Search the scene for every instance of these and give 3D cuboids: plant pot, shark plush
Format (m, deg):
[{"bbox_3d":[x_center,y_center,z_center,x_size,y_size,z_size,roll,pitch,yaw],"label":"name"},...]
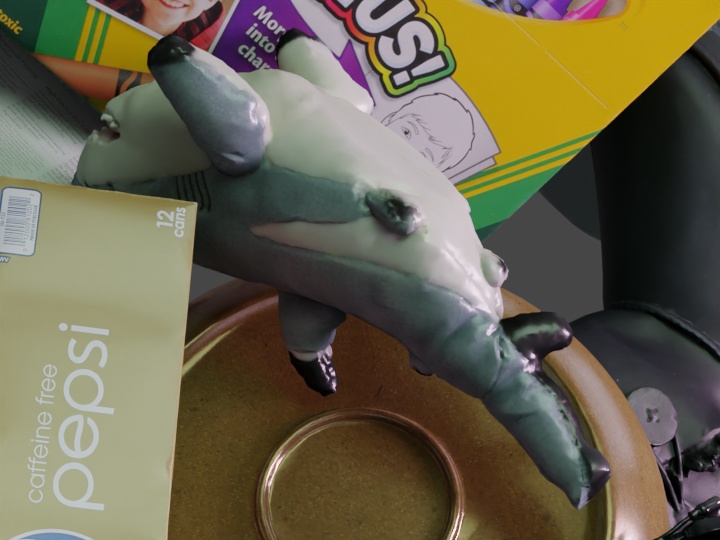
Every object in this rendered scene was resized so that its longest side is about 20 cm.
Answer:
[{"bbox_3d":[-0.001,0.077,0.732,0.199,0.028,0.201,0,59,0],"label":"plant pot"},{"bbox_3d":[0.000,0.000,0.731,0.200,0.083,0.091,35,21,7],"label":"shark plush"}]

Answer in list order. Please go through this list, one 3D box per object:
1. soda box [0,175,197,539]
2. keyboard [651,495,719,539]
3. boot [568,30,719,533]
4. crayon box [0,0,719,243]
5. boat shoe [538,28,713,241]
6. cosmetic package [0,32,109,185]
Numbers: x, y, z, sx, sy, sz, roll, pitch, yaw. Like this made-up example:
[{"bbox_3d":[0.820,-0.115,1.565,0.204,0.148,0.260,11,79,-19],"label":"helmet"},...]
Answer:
[{"bbox_3d":[-0.089,0.078,0.672,0.064,0.068,0.201,8,64,-9],"label":"soda box"},{"bbox_3d":[0.072,0.133,0.684,0.199,0.021,0.128,-4,78,-18],"label":"keyboard"},{"bbox_3d":[0.085,0.017,0.821,0.168,0.076,0.201,-20,83,-31],"label":"boot"},{"bbox_3d":[-0.006,-0.101,0.789,0.200,0.173,0.058,40,16,-24],"label":"crayon box"},{"bbox_3d":[0.069,-0.104,0.952,0.200,0.071,0.091,47,50,3],"label":"boat shoe"},{"bbox_3d":[-0.159,-0.068,0.802,0.200,0.051,0.082,46,48,11],"label":"cosmetic package"}]
